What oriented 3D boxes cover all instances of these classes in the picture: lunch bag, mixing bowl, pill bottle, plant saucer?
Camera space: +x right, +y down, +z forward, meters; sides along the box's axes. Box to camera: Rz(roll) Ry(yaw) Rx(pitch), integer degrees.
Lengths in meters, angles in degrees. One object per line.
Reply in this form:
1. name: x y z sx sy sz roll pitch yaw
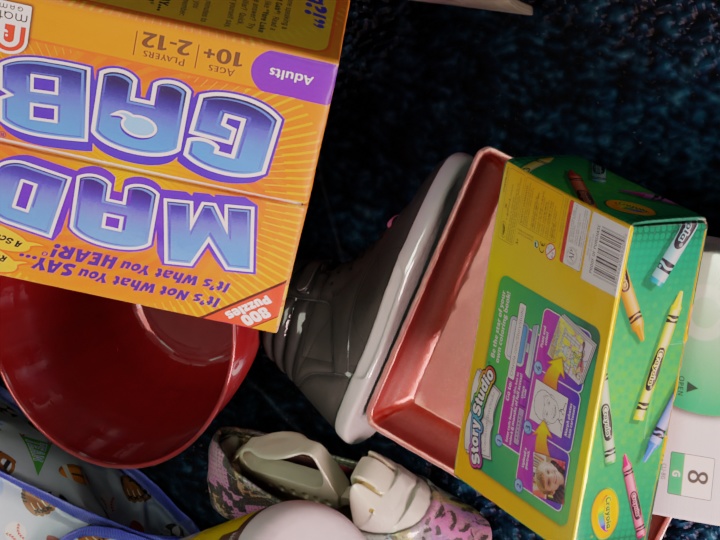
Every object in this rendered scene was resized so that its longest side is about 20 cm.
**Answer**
1. lunch bag: -0.222 0.204 1.609 0.200 0.124 0.170 29 113 6
2. mixing bowl: -0.135 0.020 1.524 0.199 0.108 0.201 7 103 31
3. pill bottle: -0.082 0.215 1.469 0.200 0.109 0.110 -26 85 51
4. plant saucer: 0.126 0.052 1.408 0.199 0.037 0.201 29 112 15

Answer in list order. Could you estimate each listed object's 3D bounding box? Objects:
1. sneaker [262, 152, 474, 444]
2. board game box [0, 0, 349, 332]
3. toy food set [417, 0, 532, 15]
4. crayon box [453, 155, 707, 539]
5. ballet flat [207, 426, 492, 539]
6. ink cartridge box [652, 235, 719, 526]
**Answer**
1. sneaker: 0.000 0.000 1.464 0.099 0.071 0.201 34 112 26
2. board game box: -0.115 -0.119 1.361 0.199 0.200 0.200 12 130 -3
3. toy food set: 0.050 -0.259 1.399 0.143 0.060 0.201 13 105 40
4. crayon box: 0.121 0.047 1.326 0.119 0.058 0.201 32 119 51
5. ballet flat: -0.014 0.141 1.488 0.199 0.069 0.071 12 135 26
6. ink cartridge box: 0.264 0.072 1.310 0.199 0.050 0.162 9 106 19
